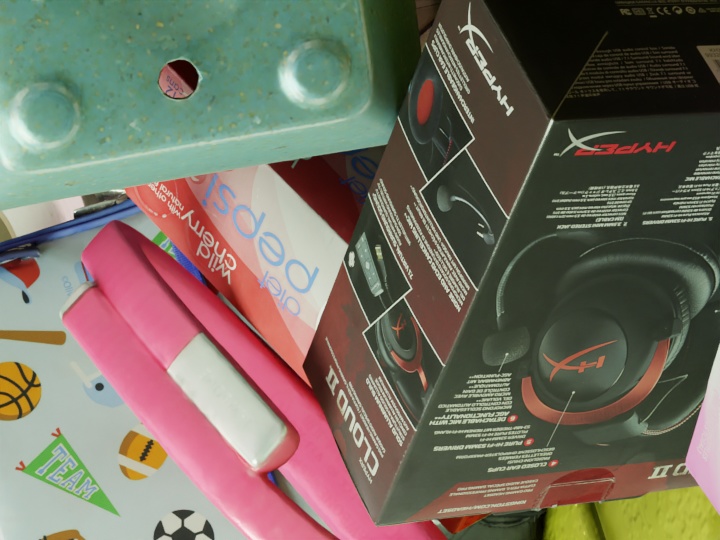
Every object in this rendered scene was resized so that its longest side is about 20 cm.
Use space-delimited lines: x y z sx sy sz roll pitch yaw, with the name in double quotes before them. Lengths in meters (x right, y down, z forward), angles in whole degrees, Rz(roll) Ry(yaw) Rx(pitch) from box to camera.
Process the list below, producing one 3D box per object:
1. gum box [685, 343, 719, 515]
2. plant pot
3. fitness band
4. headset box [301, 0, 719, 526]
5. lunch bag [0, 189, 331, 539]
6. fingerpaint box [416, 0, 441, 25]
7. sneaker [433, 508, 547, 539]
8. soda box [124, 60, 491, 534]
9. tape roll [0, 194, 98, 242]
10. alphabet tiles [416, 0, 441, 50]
"gum box" 0.164 0.001 0.738 0.114 0.066 0.201 -120 38 -58
"plant pot" -0.075 -0.116 0.858 0.200 0.195 0.198 -121 23 -72
"fitness band" -0.032 0.060 0.930 0.037 0.144 0.200 -45 53 3
"headset box" 0.077 -0.002 0.850 0.075 0.148 0.201 63 147 37
"lunch bag" -0.085 0.063 1.070 0.076 0.159 0.201 94 158 -66
"fingerpaint box" 0.012 -0.191 1.019 0.199 0.073 0.168 23 122 38
"sneaker" 0.045 0.058 1.054 0.079 0.075 0.201 -7 87 57
"soda box" 0.000 0.000 1.002 0.200 0.063 0.070 44 133 22
"tape roll" -0.136 0.008 1.249 0.202 0.139 0.204 5 98 44
"alphabet tiles" -0.014 -0.110 1.021 0.199 0.006 0.167 -7 103 45
